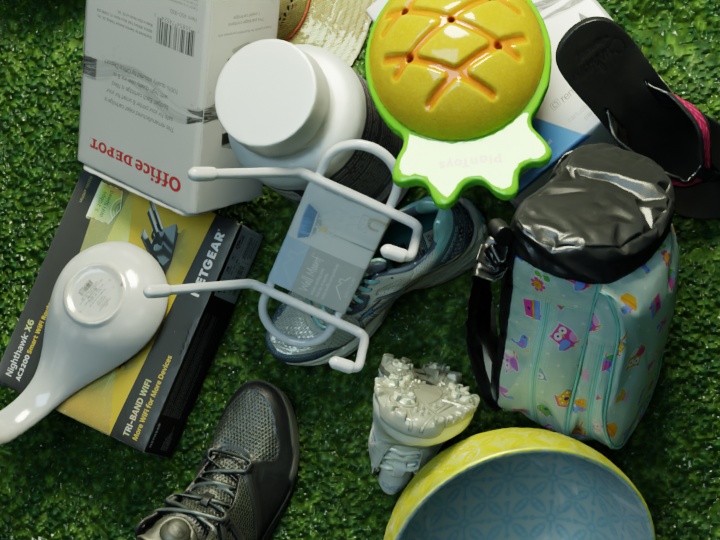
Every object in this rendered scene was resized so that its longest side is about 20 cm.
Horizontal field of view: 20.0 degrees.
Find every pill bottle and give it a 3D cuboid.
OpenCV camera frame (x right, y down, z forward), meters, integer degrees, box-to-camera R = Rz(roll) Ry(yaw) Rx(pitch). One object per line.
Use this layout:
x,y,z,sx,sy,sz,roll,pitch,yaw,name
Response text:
-0.036,-0.108,1.556,0.110,0.200,0.112,-4,77,19,pill bottle

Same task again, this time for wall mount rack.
-0.055,-0.012,1.495,0.173,0.075,0.201,23,126,-3,wall mount rack

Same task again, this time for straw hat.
-0.084,-0.235,1.663,0.200,0.085,0.203,-4,78,21,straw hat

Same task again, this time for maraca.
0.073,-0.135,1.471,0.136,0.107,0.201,-10,61,8,maraca

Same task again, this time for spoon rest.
-0.236,0.061,1.627,0.099,0.061,0.200,41,82,22,spoon rest

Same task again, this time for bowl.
0.104,0.189,1.481,0.200,0.200,0.108,-41,26,9,bowl

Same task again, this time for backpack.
0.158,0.030,1.464,0.126,0.167,0.201,26,129,27,backpack

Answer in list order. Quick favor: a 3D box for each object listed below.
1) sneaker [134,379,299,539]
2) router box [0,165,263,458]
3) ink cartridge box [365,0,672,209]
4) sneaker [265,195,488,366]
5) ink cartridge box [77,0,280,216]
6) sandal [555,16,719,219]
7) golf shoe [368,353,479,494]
-0.110,0.178,1.576,0.076,0.114,0.201,19,85,21,sneaker
-0.190,0.031,1.668,0.156,0.052,0.201,21,87,23,router box
0.122,-0.165,1.571,0.146,0.086,0.200,-40,70,9,ink cartridge box
0.000,0.000,1.583,0.200,0.086,0.078,-36,69,11,sneaker
-0.145,-0.163,1.615,0.146,0.083,0.201,25,118,37,ink cartridge box
0.216,-0.101,1.481,0.075,0.200,0.045,-43,24,10,sandal
0.040,0.122,1.494,0.078,0.200,0.098,13,94,2,golf shoe
